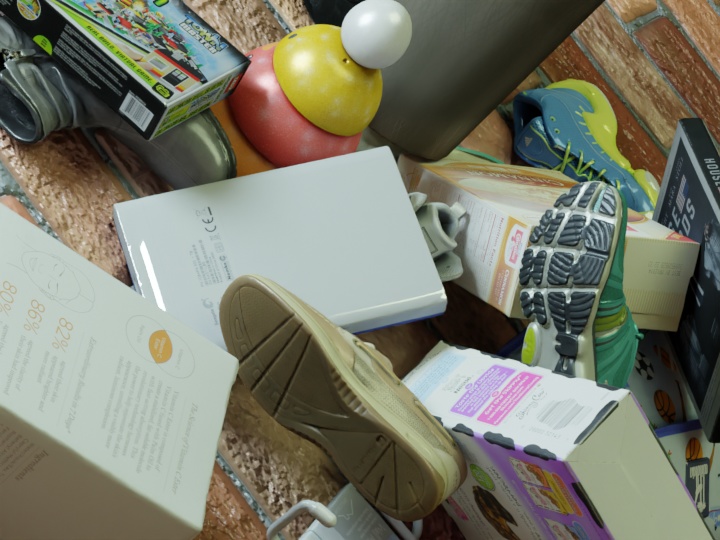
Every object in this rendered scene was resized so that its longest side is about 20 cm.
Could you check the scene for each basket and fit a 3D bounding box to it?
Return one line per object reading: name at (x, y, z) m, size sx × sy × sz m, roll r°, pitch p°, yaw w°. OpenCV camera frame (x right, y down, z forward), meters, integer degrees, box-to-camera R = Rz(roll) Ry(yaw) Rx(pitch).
basket at (0.078, -0.194, 1.828) m, size 0.136 × 0.200 × 0.180 m, roll 7°, pitch 36°, yaw -49°

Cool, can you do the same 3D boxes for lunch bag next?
lunch bag at (0.198, 0.130, 1.827) m, size 0.170 × 0.124 × 0.200 m, roll -6°, pitch 64°, yaw -54°

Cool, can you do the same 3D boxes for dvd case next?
dvd case at (0.257, 0.005, 1.798) m, size 0.025 × 0.150 × 0.200 m, roll -1°, pitch 41°, yaw -13°

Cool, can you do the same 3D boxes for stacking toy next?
stacking toy at (-0.032, -0.130, 1.748) m, size 0.146 × 0.200 × 0.146 m, roll 30°, pitch 38°, yaw -27°

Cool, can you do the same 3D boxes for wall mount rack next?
wall mount rack at (0.030, 0.198, 1.612) m, size 0.174 × 0.075 × 0.200 m, roll 48°, pitch 35°, yaw -4°

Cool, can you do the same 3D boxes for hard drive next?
hard drive at (-0.056, -0.008, 1.659) m, size 0.200 × 0.025 × 0.132 m, roll -13°, pitch 62°, yaw -14°

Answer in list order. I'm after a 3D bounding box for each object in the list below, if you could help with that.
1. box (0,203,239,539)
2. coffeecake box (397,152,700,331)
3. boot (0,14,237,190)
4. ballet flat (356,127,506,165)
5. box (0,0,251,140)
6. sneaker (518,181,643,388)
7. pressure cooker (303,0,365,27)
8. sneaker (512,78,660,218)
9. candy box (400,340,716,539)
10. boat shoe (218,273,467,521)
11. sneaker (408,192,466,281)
box at (-0.191, 0.080, 1.446) m, size 0.200 × 0.106 × 0.152 m, roll 35°, pitch 36°, yaw -20°
coffeecake box at (0.133, -0.023, 1.827) m, size 0.153 × 0.073 × 0.200 m, roll 6°, pitch 15°, yaw -30°
boot at (-0.189, -0.108, 1.679) m, size 0.200 × 0.070 × 0.132 m, roll 44°, pitch 35°, yaw 11°
ballet flat at (0.040, -0.077, 1.912) m, size 0.200 × 0.069 × 0.070 m, roll 22°, pitch 42°, yaw -32°
box at (-0.183, -0.181, 1.678) m, size 0.200 × 0.035 × 0.110 m, roll 41°, pitch 36°, yaw 9°
sneaker at (0.159, 0.034, 1.703) m, size 0.080 × 0.200 × 0.077 m, roll -5°, pitch 16°, yaw -42°
pressure cooker at (0.072, -0.251, 2.006) m, size 0.200 × 0.179 × 0.176 m, roll 4°, pitch 51°, yaw -46°
sneaker at (0.186, -0.081, 2.077) m, size 0.105 × 0.076 × 0.200 m, roll 1°, pitch 48°, yaw -34°
candy box at (0.128, 0.144, 1.625) m, size 0.072 × 0.200 × 0.168 m, roll -45°, pitch 121°, yaw -22°
boat shoe at (-0.013, 0.079, 1.592) m, size 0.200 × 0.071 × 0.065 m, roll 48°, pitch 32°, yaw 8°
sneaker at (0.000, 0.000, 1.724) m, size 0.075 × 0.115 × 0.200 m, roll 63°, pitch 31°, yaw -9°
